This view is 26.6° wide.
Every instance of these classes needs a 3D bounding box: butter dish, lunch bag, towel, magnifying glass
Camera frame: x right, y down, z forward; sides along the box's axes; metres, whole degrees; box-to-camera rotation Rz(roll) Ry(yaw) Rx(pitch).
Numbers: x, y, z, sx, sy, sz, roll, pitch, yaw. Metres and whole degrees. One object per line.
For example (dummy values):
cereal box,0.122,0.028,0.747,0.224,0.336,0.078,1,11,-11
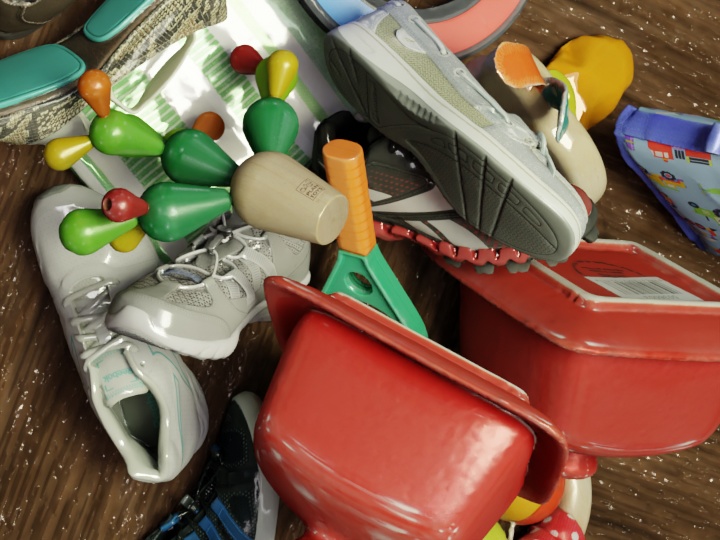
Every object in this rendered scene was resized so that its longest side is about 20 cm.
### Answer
butter dish,0.006,0.121,0.907,0.199,0.200,0.148,28,73,11
lunch bag,0.267,-0.058,1.014,0.200,0.150,0.094,20,89,-53
towel,-0.092,-0.107,0.989,0.200,0.023,0.153,-43,108,-10
magnifying glass,0.000,0.000,0.975,0.022,0.080,0.200,-53,149,-38
butter dish,0.151,0.067,1.010,0.200,0.199,0.148,3,108,-29

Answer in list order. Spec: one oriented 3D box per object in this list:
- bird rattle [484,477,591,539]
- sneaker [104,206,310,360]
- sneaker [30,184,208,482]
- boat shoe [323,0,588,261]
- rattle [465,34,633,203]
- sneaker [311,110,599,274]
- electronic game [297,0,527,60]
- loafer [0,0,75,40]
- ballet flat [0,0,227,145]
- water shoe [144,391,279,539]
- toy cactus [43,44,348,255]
bird rattle,0.115,0.171,1.064,0.200,0.113,0.163,20,73,-23
sneaker,-0.090,-0.004,0.926,0.075,0.200,0.082,17,109,16
sneaker,-0.149,0.040,0.951,0.070,0.080,0.200,-22,103,8
boat shoe,0.063,-0.087,0.895,0.065,0.202,0.074,-36,152,-21
rattle,0.141,-0.124,0.976,0.143,0.200,0.130,-26,67,-6
sneaker,0.051,-0.057,0.957,0.071,0.200,0.098,-49,140,-46
electronic game,0.034,-0.233,0.999,0.200,0.042,0.200,-1,93,-25
loafer,-0.152,-0.212,0.927,0.200,0.071,0.073,-46,109,-9
ballet flat,-0.160,-0.119,0.924,0.200,0.068,0.075,-37,131,-14
water shoe,-0.101,0.178,0.998,0.079,0.071,0.200,6,95,-18
toy cactus,-0.079,-0.068,0.885,0.200,0.165,0.102,-37,142,-44
